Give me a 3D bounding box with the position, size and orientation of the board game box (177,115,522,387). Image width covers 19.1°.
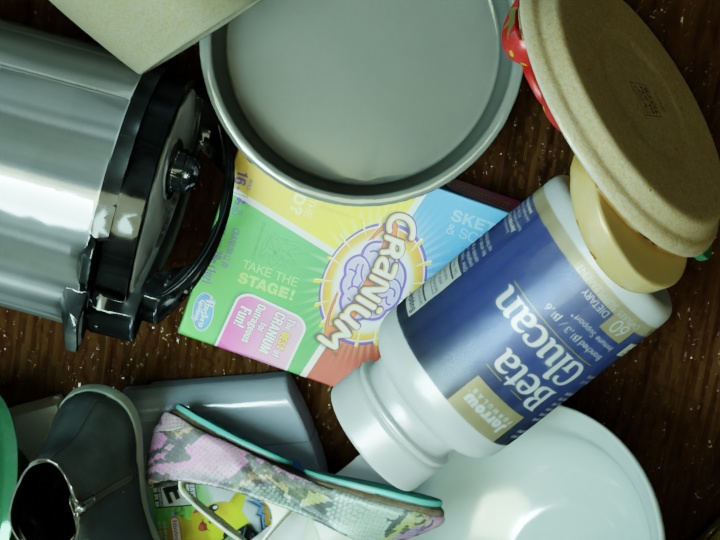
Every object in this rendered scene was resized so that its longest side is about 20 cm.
[{"bbox_3d":[0.000,0.000,1.379,0.199,0.040,0.154,19,107,-1],"label":"board game box"}]

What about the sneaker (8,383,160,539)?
[{"bbox_3d":[-0.174,0.182,1.336,0.074,0.106,0.201,-2,111,18],"label":"sneaker"}]

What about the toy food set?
[{"bbox_3d":[0.152,-0.089,1.265,0.049,0.198,0.200,-31,91,28],"label":"toy food set"}]

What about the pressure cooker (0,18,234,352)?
[{"bbox_3d":[-0.178,-0.053,1.307,0.199,0.179,0.177,14,105,1],"label":"pressure cooker"}]

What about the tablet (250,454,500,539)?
[{"bbox_3d":[0.004,0.197,1.406,0.200,0.014,0.130,-37,102,-15],"label":"tablet"}]

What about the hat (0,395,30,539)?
[{"bbox_3d":[-0.205,0.184,1.419,0.176,0.166,0.200,17,135,-34],"label":"hat"}]

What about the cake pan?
[{"bbox_3d":[0.001,-0.140,1.315,0.199,0.037,0.201,0,92,0],"label":"cake pan"}]

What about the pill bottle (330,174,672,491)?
[{"bbox_3d":[0.082,0.044,1.305,0.200,0.111,0.111,-40,100,15],"label":"pill bottle"}]

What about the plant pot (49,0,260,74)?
[{"bbox_3d":[-0.143,-0.222,1.236,0.187,0.187,0.200,-30,96,13],"label":"plant pot"}]

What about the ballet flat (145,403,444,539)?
[{"bbox_3d":[-0.046,0.148,1.362,0.199,0.069,0.071,19,86,13],"label":"ballet flat"}]

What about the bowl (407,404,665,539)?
[{"bbox_3d":[0.116,0.189,1.364,0.200,0.090,0.202,-9,72,29],"label":"bowl"}]

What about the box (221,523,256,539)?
[{"bbox_3d":[-0.074,0.287,1.439,0.136,0.038,0.200,-33,103,13],"label":"box"}]

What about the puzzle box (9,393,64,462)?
[{"bbox_3d":[-0.234,0.193,1.465,0.132,0.025,0.201,-15,105,9],"label":"puzzle box"}]

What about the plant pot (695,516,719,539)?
[{"bbox_3d":[0.291,0.245,1.357,0.200,0.194,0.196,41,106,-2],"label":"plant pot"}]

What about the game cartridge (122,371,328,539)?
[{"bbox_3d":[-0.083,0.169,1.441,0.133,0.040,0.201,-6,106,3],"label":"game cartridge"}]
